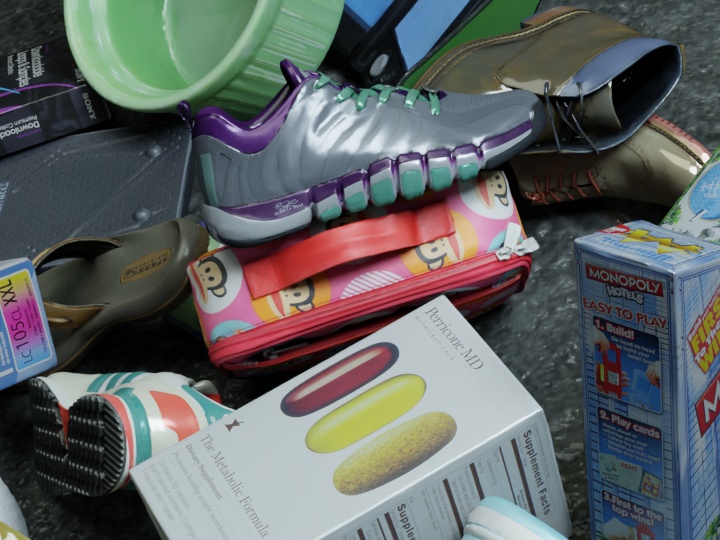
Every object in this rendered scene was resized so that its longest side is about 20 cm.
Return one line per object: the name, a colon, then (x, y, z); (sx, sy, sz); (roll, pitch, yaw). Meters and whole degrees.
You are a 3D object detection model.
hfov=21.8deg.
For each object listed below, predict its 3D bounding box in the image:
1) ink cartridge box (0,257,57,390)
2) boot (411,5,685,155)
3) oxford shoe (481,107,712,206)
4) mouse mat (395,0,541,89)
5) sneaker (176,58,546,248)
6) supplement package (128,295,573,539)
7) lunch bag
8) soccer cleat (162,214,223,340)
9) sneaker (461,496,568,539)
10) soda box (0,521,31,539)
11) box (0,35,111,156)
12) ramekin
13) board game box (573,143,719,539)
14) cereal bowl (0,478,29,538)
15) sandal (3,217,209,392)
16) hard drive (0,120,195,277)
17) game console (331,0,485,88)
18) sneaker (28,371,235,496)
ink cartridge box: (-0.304, 0.059, 1.121); (0.136, 0.077, 0.200); (-7, 10, 42)
boot: (0.105, -0.102, 1.121); (0.200, 0.075, 0.097); (-37, 34, -30)
oxford shoe: (0.141, -0.062, 1.187); (0.199, 0.071, 0.075); (17, 55, 46)
mouse mat: (0.063, -0.127, 1.211); (0.008, 0.161, 0.200); (38, 57, 10)
sneaker: (0.003, -0.081, 1.012); (0.199, 0.088, 0.074); (-19, 15, -10)
supplement package: (-0.003, 0.125, 1.006); (0.199, 0.110, 0.114); (-29, 44, -12)
lunch bag: (0.000, 0.000, 1.086); (0.199, 0.176, 0.082); (-17, 81, -2)
soccer cleat: (-0.050, -0.025, 1.223); (0.200, 0.065, 0.084); (-35, 63, -18)
sneaker: (0.104, 0.215, 0.911); (0.200, 0.080, 0.131); (33, 77, 30)
soda box: (-0.234, 0.157, 1.002); (0.200, 0.064, 0.068); (34, 58, -8)
box: (-0.286, -0.116, 1.376); (0.199, 0.036, 0.143); (-18, 25, -5)
ramekin: (-0.105, -0.199, 1.307); (0.199, 0.097, 0.201); (-8, 76, 36)
board game box: (0.179, 0.030, 0.974); (0.061, 0.200, 0.200); (18, 54, 34)
cereal bowl: (-0.298, 0.167, 1.087); (0.199, 0.084, 0.201); (-11, 42, 10)
sandal: (-0.179, 0.014, 1.176); (0.199, 0.055, 0.082); (-22, 50, 36)
hard drive: (-0.211, -0.037, 1.296); (0.199, 0.042, 0.135); (-9, 44, 12)
game console: (0.029, -0.225, 1.282); (0.200, 0.116, 0.176); (-50, 22, 20)
sneaker: (-0.133, 0.094, 1.094); (0.093, 0.071, 0.200); (-4, 0, -24)
